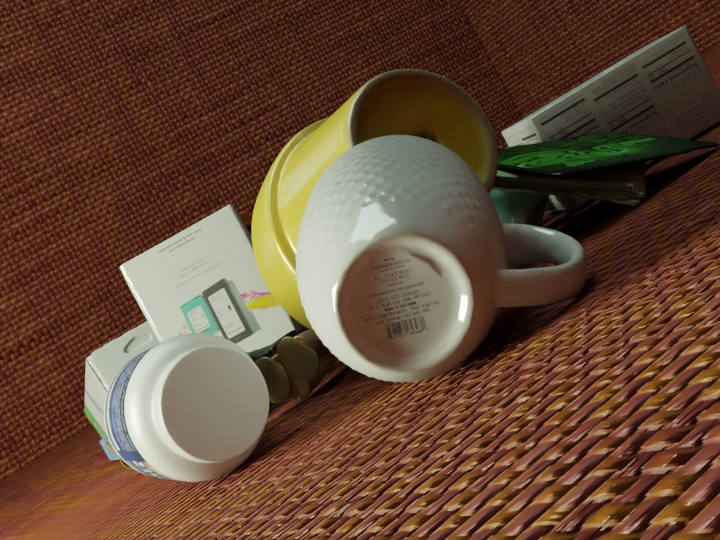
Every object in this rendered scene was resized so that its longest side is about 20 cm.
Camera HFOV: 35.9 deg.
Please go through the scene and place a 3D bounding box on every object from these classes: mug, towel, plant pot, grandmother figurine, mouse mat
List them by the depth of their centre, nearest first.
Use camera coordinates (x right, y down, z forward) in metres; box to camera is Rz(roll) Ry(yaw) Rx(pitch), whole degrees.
[{"bbox_3d":[0.053,-0.004,0.745,0.196,0.150,0.176,-1,16,1],"label":"mug"},{"bbox_3d":[0.023,-0.062,0.935,0.199,0.202,0.189,-32,-9,-28],"label":"plant pot"},{"bbox_3d":[0.210,-0.111,1.029,0.197,0.008,0.160,-13,17,-28],"label":"mouse mat"},{"bbox_3d":[0.198,-0.095,1.058,0.150,0.024,0.200,7,17,15],"label":"towel"},{"bbox_3d":[-0.029,0.068,1.069,0.120,0.061,0.199,-30,0,30],"label":"grandmother figurine"}]

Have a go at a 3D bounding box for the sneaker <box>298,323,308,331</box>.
[{"bbox_3d":[-0.037,0.037,1.385,0.198,0.083,0.077,-29,3,34],"label":"sneaker"}]

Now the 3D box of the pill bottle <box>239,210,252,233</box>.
[{"bbox_3d":[-0.138,0.022,1.522,0.105,0.202,0.106,-29,3,2],"label":"pill bottle"}]

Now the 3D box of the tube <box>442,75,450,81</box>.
[{"bbox_3d":[0.041,-0.091,1.091,0.201,0.050,0.077,-52,-38,5],"label":"tube"}]

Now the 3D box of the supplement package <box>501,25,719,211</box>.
[{"bbox_3d":[0.282,-0.165,1.251,0.198,0.112,0.156,-30,3,-3],"label":"supplement package"}]

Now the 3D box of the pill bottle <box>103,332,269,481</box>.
[{"bbox_3d":[-0.136,0.109,0.874,0.110,0.112,0.200,-31,2,-22],"label":"pill bottle"}]

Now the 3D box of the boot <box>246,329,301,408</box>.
[{"bbox_3d":[-0.138,0.130,1.110,0.131,0.071,0.199,-30,-9,34],"label":"boot"}]

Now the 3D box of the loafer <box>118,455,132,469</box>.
[{"bbox_3d":[-0.228,0.177,1.149,0.063,0.072,0.199,-39,9,-23],"label":"loafer"}]

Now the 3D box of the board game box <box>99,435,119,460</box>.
[{"bbox_3d":[-0.259,0.194,1.465,0.150,0.037,0.200,-32,3,-23],"label":"board game box"}]

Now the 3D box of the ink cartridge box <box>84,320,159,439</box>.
[{"bbox_3d":[-0.312,0.159,1.584,0.144,0.088,0.201,-32,-18,-27],"label":"ink cartridge box"}]

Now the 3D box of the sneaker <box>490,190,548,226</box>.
[{"bbox_3d":[0.131,-0.076,1.138,0.116,0.075,0.200,16,20,14],"label":"sneaker"}]

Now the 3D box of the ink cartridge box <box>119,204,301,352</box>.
[{"bbox_3d":[-0.162,0.049,1.293,0.144,0.202,0.147,-28,3,-3],"label":"ink cartridge box"}]
